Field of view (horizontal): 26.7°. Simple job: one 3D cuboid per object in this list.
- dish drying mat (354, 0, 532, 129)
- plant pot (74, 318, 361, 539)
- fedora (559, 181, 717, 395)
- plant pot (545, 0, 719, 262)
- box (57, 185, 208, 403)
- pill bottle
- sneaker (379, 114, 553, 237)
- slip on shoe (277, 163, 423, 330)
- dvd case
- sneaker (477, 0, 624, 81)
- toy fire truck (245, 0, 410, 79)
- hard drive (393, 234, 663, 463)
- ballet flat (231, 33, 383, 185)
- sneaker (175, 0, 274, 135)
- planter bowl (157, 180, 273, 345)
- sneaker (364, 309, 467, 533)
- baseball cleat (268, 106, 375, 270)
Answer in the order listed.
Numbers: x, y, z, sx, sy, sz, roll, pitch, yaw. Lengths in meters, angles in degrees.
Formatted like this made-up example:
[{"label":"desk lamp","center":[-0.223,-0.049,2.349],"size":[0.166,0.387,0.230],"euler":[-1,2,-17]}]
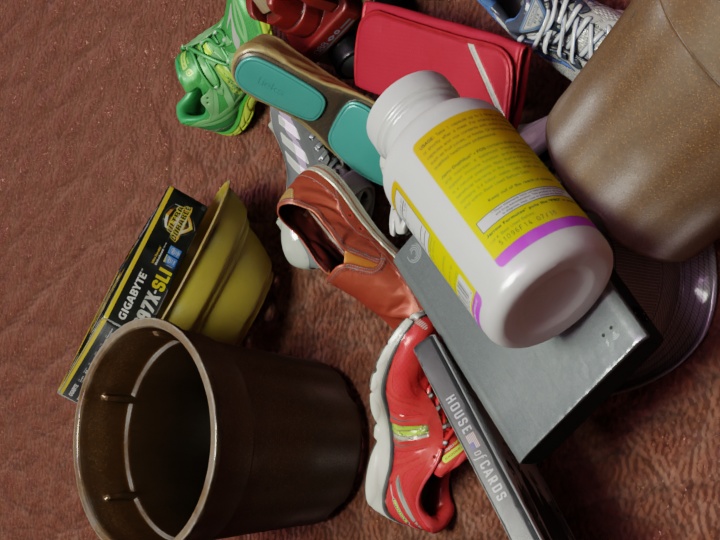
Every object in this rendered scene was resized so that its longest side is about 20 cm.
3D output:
[{"label":"dish drying mat","center":[0.061,-0.168,1.250],"size":[0.199,0.018,0.078],"euler":[25,116,46]},{"label":"plant pot","center":[-0.116,0.150,1.341],"size":[0.199,0.197,0.203],"euler":[-7,80,45]},{"label":"fedora","center":[0.164,0.005,1.161],"size":[0.198,0.090,0.180],"euler":[-6,81,45]},{"label":"plant pot","center":[0.240,-0.122,1.039],"size":[0.198,0.198,0.202],"euler":[-48,54,38]},{"label":"box","center":[-0.224,0.030,1.487],"size":[0.200,0.049,0.161],"euler":[-47,16,57]},{"label":"pill bottle","center":[0.083,-0.049,1.066],"size":[0.105,0.103,0.201],"euler":[-53,54,27]},{"label":"sneaker","center":[0.090,-0.094,1.253],"size":[0.199,0.075,0.082],"euler":[-24,81,40]},{"label":"slip on shoe","center":[0.000,0.000,1.312],"size":[0.201,0.061,0.074],"euler":[51,148,6]},{"label":"dvd case","center":[0.114,0.156,1.158],"size":[0.025,0.150,0.201],"euler":[-33,60,9]},{"label":"sneaker","center":[0.158,-0.188,1.196],"size":[0.200,0.085,0.078],"euler":[40,113,40]},{"label":"toy fire truck","center":[-0.040,-0.279,1.326],"size":[0.176,0.198,0.130],"euler":[-40,59,34]},{"label":"hard drive","center":[0.118,0.019,1.118],"size":[0.140,0.033,0.201],"euler":[-49,55,27]},{"label":"ballet flat","center":[-0.021,-0.147,1.346],"size":[0.069,0.199,0.063],"euler":[-50,10,34]},{"label":"sneaker","center":[-0.132,-0.199,1.450],"size":[0.201,0.082,0.075],"euler":[113,145,-49]},{"label":"planter bowl","center":[-0.138,0.022,1.446],"size":[0.202,0.083,0.201],"euler":[-59,11,18]},{"label":"sneaker","center":[0.059,0.127,1.258],"size":[0.084,0.077,0.203],"euler":[22,124,34]},{"label":"baseball cleat","center":[-0.031,-0.103,1.400],"size":[0.105,0.069,0.203],"euler":[-3,93,39]}]
